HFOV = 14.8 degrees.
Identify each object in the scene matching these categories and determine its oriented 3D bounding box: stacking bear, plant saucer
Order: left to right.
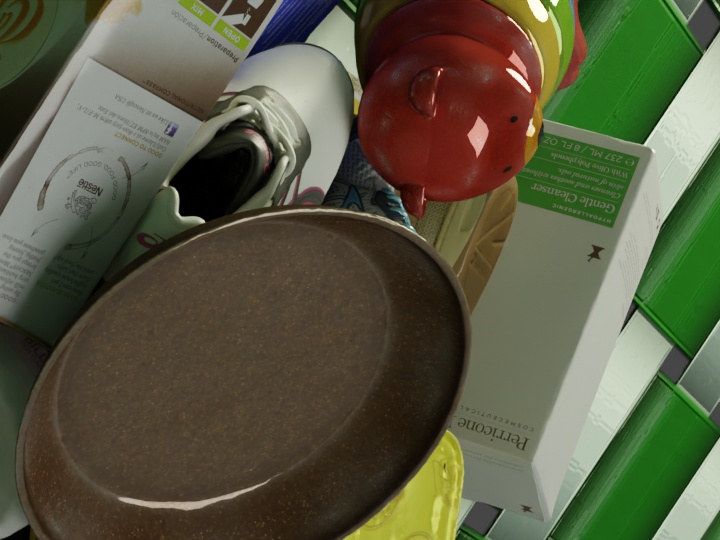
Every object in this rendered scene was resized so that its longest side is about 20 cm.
[{"bbox_3d":[-0.051,0.047,1.134,0.200,0.037,0.201,-15,133,-17],"label":"plant saucer"},{"bbox_3d":[0.049,-0.101,1.298,0.200,0.113,0.122,-72,176,-58],"label":"stacking bear"}]

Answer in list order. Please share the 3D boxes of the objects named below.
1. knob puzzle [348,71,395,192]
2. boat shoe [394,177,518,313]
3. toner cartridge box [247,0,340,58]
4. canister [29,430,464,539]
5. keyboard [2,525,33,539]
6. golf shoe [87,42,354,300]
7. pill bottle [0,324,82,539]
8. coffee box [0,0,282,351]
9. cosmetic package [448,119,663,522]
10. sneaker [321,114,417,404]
[{"bbox_3d":[-0.023,0.007,1.473,0.220,0.030,0.220,-40,149,-30],"label":"knob puzzle"},{"bbox_3d":[0.015,0.030,1.438,0.200,0.064,0.071,-64,161,-15],"label":"boat shoe"},{"bbox_3d":[-0.026,-0.167,1.269,0.200,0.043,0.095,-49,153,-15],"label":"toner cartridge box"},{"bbox_3d":[-0.060,0.116,1.313,0.086,0.200,0.149,-6,109,-50],"label":"canister"},{"bbox_3d":[-0.157,0.152,1.420,0.200,0.040,0.104,33,66,-62],"label":"keyboard"},{"bbox_3d":[-0.048,-0.043,1.184,0.088,0.077,0.200,-35,-171,46],"label":"golf shoe"},{"bbox_3d":[-0.128,0.029,1.224,0.200,0.112,0.113,-38,148,-50],"label":"pill bottle"},{"bbox_3d":[-0.123,-0.086,1.104,0.080,0.114,0.200,34,89,-49],"label":"coffee box"},{"bbox_3d":[0.086,0.023,1.523,0.085,0.107,0.200,73,35,-60],"label":"cosmetic package"},{"bbox_3d":[0.000,0.000,1.269,0.200,0.086,0.078,-69,151,-47],"label":"sneaker"}]
